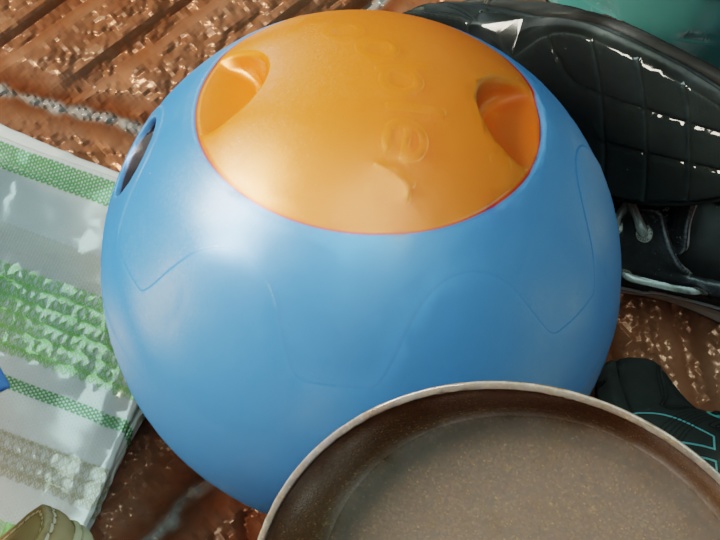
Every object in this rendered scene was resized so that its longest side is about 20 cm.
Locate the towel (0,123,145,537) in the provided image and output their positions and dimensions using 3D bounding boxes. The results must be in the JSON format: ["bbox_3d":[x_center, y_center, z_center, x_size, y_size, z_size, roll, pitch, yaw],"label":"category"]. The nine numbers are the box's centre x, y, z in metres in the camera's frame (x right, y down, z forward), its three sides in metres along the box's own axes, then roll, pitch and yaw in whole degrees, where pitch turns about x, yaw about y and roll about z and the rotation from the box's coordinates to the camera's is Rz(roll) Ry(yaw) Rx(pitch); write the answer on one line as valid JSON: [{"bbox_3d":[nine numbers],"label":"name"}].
[{"bbox_3d":[-0.159,0.041,0.897,0.149,0.031,0.200,21,72,8],"label":"towel"}]

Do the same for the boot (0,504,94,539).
[{"bbox_3d":[-0.216,0.120,0.797,0.200,0.073,0.156,-39,103,1],"label":"boot"}]

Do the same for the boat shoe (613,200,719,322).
[{"bbox_3d":[0.129,-0.019,0.905,0.199,0.068,0.072,21,70,6],"label":"boat shoe"}]

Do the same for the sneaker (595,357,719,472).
[{"bbox_3d":[0.143,0.099,0.825,0.079,0.076,0.200,-14,34,-2],"label":"sneaker"}]

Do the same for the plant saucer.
[{"bbox_3d":[0.058,0.128,0.734,0.200,0.032,0.201,6,109,18],"label":"plant saucer"}]

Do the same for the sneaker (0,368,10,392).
[{"bbox_3d":[-0.179,0.015,0.797,0.078,0.066,0.201,10,55,-41],"label":"sneaker"}]

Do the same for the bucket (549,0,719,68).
[{"bbox_3d":[0.158,-0.197,0.937,0.206,0.135,0.208,1,70,-3],"label":"bucket"}]

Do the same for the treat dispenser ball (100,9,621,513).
[{"bbox_3d":[0.000,0.000,0.822,0.200,0.201,0.201,1,69,-2],"label":"treat dispenser ball"}]

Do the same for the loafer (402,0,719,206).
[{"bbox_3d":[0.100,-0.080,0.883,0.072,0.073,0.200,-21,32,-34],"label":"loafer"}]
